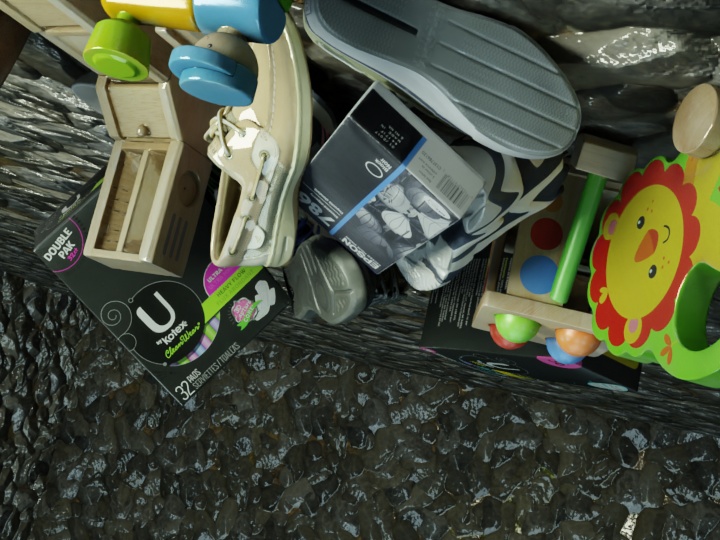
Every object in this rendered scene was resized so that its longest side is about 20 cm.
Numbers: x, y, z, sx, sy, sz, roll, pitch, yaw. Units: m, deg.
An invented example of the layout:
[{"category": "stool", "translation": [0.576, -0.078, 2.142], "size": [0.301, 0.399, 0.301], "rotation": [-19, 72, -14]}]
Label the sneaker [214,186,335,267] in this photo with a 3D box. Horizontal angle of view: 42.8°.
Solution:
[{"category": "sneaker", "translation": [-0.063, -0.048, 0.899], "size": [0.079, 0.117, 0.199], "rotation": [-25, 179, 12]}]

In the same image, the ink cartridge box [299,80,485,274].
[{"category": "ink cartridge box", "translation": [0.006, -0.054, 0.667], "size": [0.099, 0.039, 0.200], "rotation": [40, 159, -5]}]

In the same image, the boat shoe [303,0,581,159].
[{"category": "boat shoe", "translation": [0.053, -0.136, 0.596], "size": [0.197, 0.073, 0.062], "rotation": [28, 179, -14]}]

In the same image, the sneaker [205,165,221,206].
[{"category": "sneaker", "translation": [-0.189, -0.102, 0.993], "size": [0.077, 0.087, 0.198], "rotation": [24, 166, -40]}]

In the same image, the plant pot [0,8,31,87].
[{"category": "plant pot", "translation": [-0.350, -0.146, 0.673], "size": [0.183, 0.204, 0.187], "rotation": [13, 169, 3]}]

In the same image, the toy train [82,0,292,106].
[{"category": "toy train", "translation": [-0.132, -0.164, 0.528], "size": [0.196, 0.118, 0.085], "rotation": [11, 168, 16]}]

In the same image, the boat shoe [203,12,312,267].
[{"category": "boat shoe", "translation": [-0.077, -0.087, 0.659], "size": [0.064, 0.203, 0.073], "rotation": [-6, -141, -21]}]

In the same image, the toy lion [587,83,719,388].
[{"category": "toy lion", "translation": [0.217, -0.005, 0.612], "size": [0.067, 0.202, 0.193], "rotation": [14, 132, -15]}]

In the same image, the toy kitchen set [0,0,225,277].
[{"category": "toy kitchen set", "translation": [-0.162, -0.110, 0.667], "size": [0.160, 0.184, 0.199], "rotation": [6, 166, 29]}]

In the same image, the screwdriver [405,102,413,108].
[{"category": "screwdriver", "translation": [0.026, -0.126, 0.735], "size": [0.029, 0.029, 0.200], "rotation": [-13, -179, -17]}]

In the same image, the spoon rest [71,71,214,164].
[{"category": "spoon rest", "translation": [-0.173, -0.140, 0.848], "size": [0.196, 0.062, 0.099], "rotation": [12, 169, 7]}]

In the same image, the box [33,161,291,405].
[{"category": "box", "translation": [-0.191, -0.005, 0.880], "size": [0.201, 0.148, 0.124], "rotation": [51, 171, -20]}]

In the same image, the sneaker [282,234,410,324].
[{"category": "sneaker", "translation": [0.000, 0.000, 0.818], "size": [0.112, 0.078, 0.199], "rotation": [-18, 178, -14]}]

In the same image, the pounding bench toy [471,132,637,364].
[{"category": "pounding bench toy", "translation": [0.173, -0.011, 0.784], "size": [0.122, 0.159, 0.200], "rotation": [13, 169, 5]}]

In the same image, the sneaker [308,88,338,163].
[{"category": "sneaker", "translation": [-0.055, -0.100, 0.792], "size": [0.070, 0.082, 0.200], "rotation": [43, 177, 24]}]

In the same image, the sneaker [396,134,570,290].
[{"category": "sneaker", "translation": [0.099, -0.058, 0.716], "size": [0.128, 0.080, 0.200], "rotation": [-25, 162, -23]}]

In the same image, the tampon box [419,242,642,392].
[{"category": "tampon box", "translation": [0.190, 0.047, 0.998], "size": [0.148, 0.129, 0.198], "rotation": [22, 166, -37]}]
